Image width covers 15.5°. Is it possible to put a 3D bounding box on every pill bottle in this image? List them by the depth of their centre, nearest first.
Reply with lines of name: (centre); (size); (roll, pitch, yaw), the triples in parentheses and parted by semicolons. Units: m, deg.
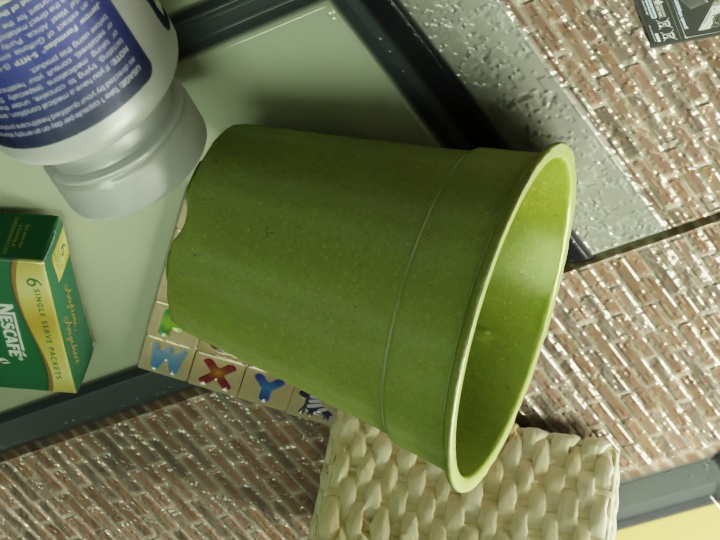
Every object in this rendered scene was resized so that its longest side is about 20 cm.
pill bottle: (-0.167, -0.127, 1.416); (0.119, 0.120, 0.200); (-12, 130, 25)

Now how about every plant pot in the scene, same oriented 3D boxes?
plant pot: (0.000, 0.000, 1.477); (0.189, 0.200, 0.201); (17, 138, 16)

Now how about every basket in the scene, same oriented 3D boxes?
basket: (0.052, 0.209, 1.640); (0.197, 0.200, 0.161); (11, 137, 2)

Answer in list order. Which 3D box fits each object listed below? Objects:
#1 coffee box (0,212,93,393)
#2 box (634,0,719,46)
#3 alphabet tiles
coffee box: (-0.274, 0.016, 1.642); (0.199, 0.044, 0.123); (4, 135, 10)
box: (0.189, -0.210, 1.280); (0.157, 0.050, 0.200); (-9, 131, 22)
alphabet tiles: (-0.028, 0.035, 1.626); (0.199, 0.008, 0.167); (17, 136, -2)
